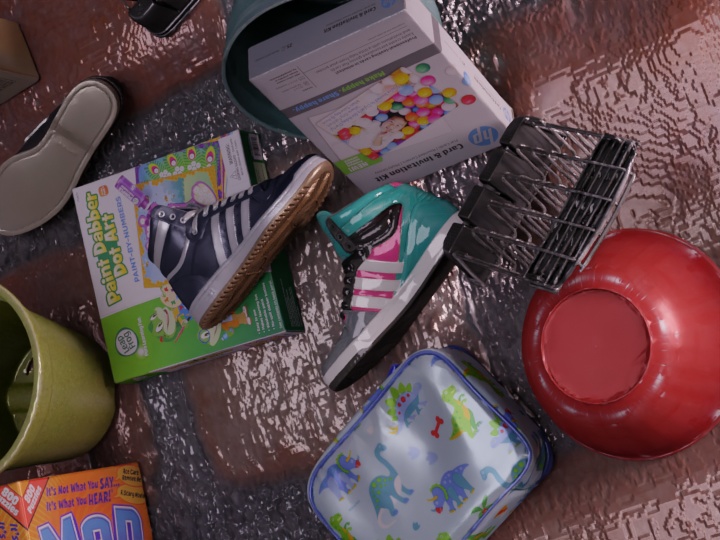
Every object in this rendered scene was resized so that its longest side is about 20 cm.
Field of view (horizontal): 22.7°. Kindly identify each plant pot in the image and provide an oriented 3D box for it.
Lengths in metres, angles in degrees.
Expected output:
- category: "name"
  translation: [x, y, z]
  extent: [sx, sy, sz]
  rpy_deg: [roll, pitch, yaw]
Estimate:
- category: "plant pot"
  translation: [-0.334, 0.114, 1.715]
  extent: [0.200, 0.184, 0.201]
  rpy_deg: [-4, 80, 26]
- category: "plant pot"
  translation: [-0.024, -0.229, 1.595]
  extent: [0.200, 0.200, 0.135]
  rpy_deg: [-20, 53, 23]

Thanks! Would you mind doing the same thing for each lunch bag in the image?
- category: "lunch bag"
  translation: [0.059, 0.174, 1.589]
  extent: [0.161, 0.082, 0.200]
  rpy_deg: [45, 106, 19]

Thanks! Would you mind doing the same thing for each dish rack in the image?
- category: "dish rack"
  translation: [0.155, -0.051, 1.482]
  extent: [0.154, 0.054, 0.200]
  rpy_deg: [-62, 29, -4]
- category: "dish rack"
  translation: [-0.214, -0.347, 1.749]
  extent: [0.153, 0.055, 0.200]
  rpy_deg: [-46, 69, 16]

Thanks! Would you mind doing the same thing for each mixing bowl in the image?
- category: "mixing bowl"
  translation: [0.212, 0.063, 1.506]
  extent: [0.199, 0.108, 0.201]
  rpy_deg: [-1, 88, 26]

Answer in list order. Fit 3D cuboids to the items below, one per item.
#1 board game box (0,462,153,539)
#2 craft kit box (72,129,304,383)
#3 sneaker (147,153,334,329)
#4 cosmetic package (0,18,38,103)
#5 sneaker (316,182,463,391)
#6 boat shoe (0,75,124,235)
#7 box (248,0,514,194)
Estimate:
- category: "board game box"
  translation: [-0.326, 0.305, 1.702]
  extent: [0.199, 0.200, 0.201]
  rpy_deg: [-14, 83, 25]
- category: "craft kit box"
  translation: [-0.168, -0.011, 1.724]
  extent: [0.197, 0.048, 0.201]
  rpy_deg: [-18, 81, 27]
- category: "sneaker"
  translation: [-0.117, -0.053, 1.640]
  extent: [0.109, 0.070, 0.200]
  rpy_deg: [46, 110, 17]
- category: "cosmetic package"
  translation: [-0.421, -0.208, 1.761]
  extent: [0.105, 0.200, 0.071]
  rpy_deg: [-27, 77, 21]
- category: "sneaker"
  translation: [0.000, 0.000, 1.619]
  extent: [0.121, 0.084, 0.200]
  rpy_deg: [39, 97, 16]
- category: "boat shoe"
  translation: [-0.301, -0.115, 1.787]
  extent: [0.073, 0.063, 0.200]
  rpy_deg: [39, 111, -7]
- category: "box"
  translation: [0.021, -0.152, 1.555]
  extent: [0.156, 0.200, 0.041]
  rpy_deg: [-21, 52, 23]
